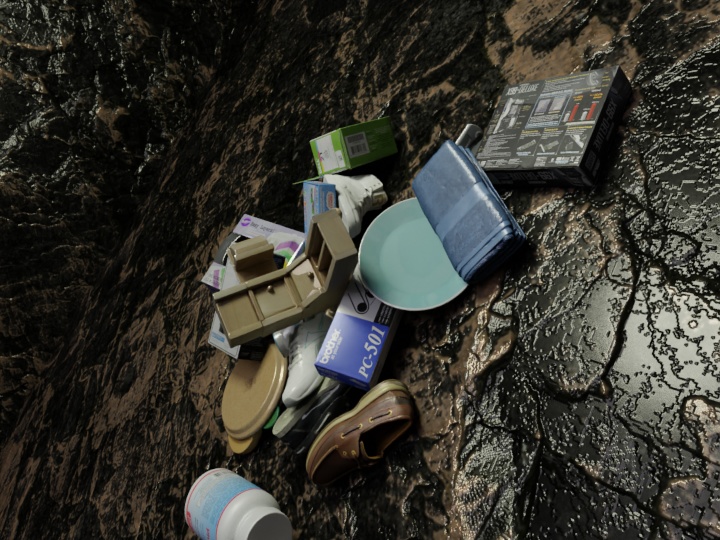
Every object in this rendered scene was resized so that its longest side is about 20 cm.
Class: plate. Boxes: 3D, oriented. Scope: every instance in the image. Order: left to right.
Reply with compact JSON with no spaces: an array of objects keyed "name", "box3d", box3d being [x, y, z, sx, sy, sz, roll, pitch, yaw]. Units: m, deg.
[{"name":"plate","box3d":[0.092,-0.026,0.880,0.194,0.026,0.205,-8,59,14]}]

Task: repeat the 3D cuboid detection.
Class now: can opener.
[{"name":"can opener","box3d":[0.148,-0.150,0.940,0.202,0.052,0.066,-54,35,6]}]

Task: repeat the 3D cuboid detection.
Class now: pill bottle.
[{"name":"pill bottle","box3d":[-0.190,0.389,0.888,0.197,0.108,0.111,-2,61,52]}]

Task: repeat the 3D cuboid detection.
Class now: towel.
[{"name":"towel","box3d":[0.152,-0.087,0.837,0.112,0.048,0.203,-44,53,28]}]

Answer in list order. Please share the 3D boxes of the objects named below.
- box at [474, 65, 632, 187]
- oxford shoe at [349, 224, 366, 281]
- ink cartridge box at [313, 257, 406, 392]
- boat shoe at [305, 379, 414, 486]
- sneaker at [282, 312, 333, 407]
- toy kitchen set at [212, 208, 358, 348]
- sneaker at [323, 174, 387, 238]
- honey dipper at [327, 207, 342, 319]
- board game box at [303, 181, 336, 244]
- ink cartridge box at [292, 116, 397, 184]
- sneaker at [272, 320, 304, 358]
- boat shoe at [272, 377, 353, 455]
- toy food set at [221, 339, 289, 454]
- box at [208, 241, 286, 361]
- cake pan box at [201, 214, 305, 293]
[{"name":"box","box3d":[0.269,-0.203,0.828,0.198,0.049,0.161,10,71,54]},{"name":"oxford shoe","box3d":[0.000,0.000,1.016,0.203,0.069,0.072,-107,28,-46]},{"name":"ink cartridge box","box3d":[0.011,0.077,0.881,0.092,0.045,0.204,13,62,19]},{"name":"boat shoe","box3d":[-0.003,0.241,0.800,0.200,0.072,0.068,-45,33,14]},{"name":"sneaker","box3d":[-0.093,0.139,0.936,0.070,0.081,0.202,-32,19,32]},{"name":"toy kitchen set","box3d":[-0.137,-0.019,0.878,0.166,0.196,0.182,61,157,20]},{"name":"sneaker","box3d":[0.002,-0.128,1.049,0.202,0.112,0.075,-112,21,-53]},{"name":"honey dipper","box3d":[-0.040,-0.009,0.972,0.038,0.037,0.205,-124,30,-55]},{"name":"board game box","box3d":[-0.079,-0.089,1.080,0.200,0.035,0.156,-144,52,-73]},{"name":"ink cartridge box","box3d":[-0.044,-0.243,1.173,0.146,0.078,0.197,-25,13,-40]},{"name":"sneaker","box3d":[-0.116,0.077,1.089,0.079,0.077,0.203,-19,39,9]},{"name":"boat shoe","box3d":[-0.047,0.206,0.903,0.199,0.068,0.072,-43,10,-2]},{"name":"toy food set","box3d":[-0.194,0.226,1.080,0.198,0.048,0.202,-45,35,18]},{"name":"box","box3d":[-0.219,0.057,1.089,0.115,0.059,0.206,16,91,46]},{"name":"cake pan box","box3d":[-0.220,-0.015,1.216,0.196,0.053,0.187,19,66,29]}]
